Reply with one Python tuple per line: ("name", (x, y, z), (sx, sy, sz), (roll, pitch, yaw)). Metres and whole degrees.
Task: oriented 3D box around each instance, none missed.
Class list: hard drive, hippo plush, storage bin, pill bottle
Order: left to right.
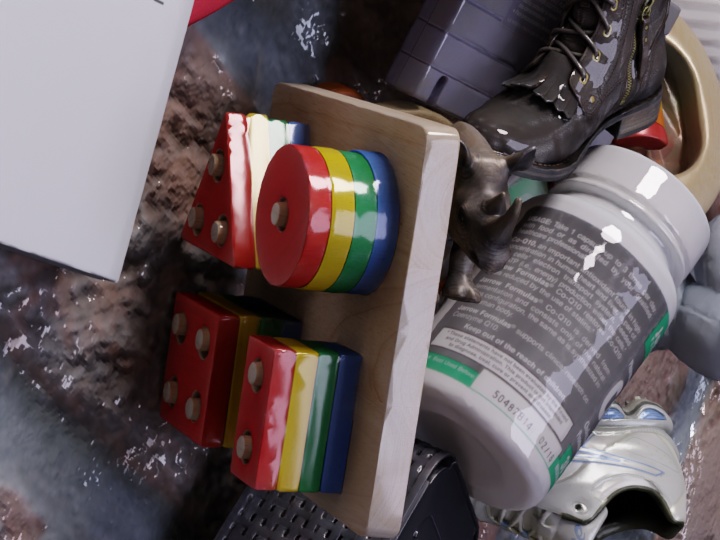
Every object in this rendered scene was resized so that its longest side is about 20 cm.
("hard drive", (-0.140, -0.107, 1.024), (0.132, 0.027, 0.200), (21, 81, -48))
("storage bin", (-0.025, 0.189, 1.208), (0.200, 0.094, 0.135), (-58, 154, -21))
("pill bottle", (0.110, 0.029, 1.244), (0.200, 0.113, 0.113), (-51, 139, -23))
("hippo plush", (0.207, 0.016, 1.487), (0.159, 0.161, 0.200), (24, 79, -57))

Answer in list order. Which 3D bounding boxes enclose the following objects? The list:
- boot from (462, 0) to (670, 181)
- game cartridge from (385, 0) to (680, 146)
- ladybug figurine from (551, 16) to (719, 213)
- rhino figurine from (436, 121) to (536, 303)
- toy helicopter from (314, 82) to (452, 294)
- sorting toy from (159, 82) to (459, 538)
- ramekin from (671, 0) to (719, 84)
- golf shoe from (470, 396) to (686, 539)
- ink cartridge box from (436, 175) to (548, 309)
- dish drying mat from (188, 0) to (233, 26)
("boot", (0.128, -0.152, 1.209), (0.200, 0.069, 0.174), (-28, 138, -48))
("game cartridge", (0.106, -0.137, 1.278), (0.200, 0.038, 0.130), (21, 95, -52))
("ladybug figurine", (0.173, -0.100, 1.440), (0.072, 0.136, 0.200), (122, -27, -57))
("rhino figurine", (0.041, -0.030, 1.088), (0.060, 0.200, 0.088), (10, 86, -16))
("toy helicopter", (0.000, 0.000, 1.238), (0.132, 0.079, 0.200), (24, 95, -38))
("sorting toy", (-0.037, 0.011, 1.095), (0.069, 0.200, 0.199), (5, 98, -24))
("ramekin", (0.262, -0.176, 1.570), (0.200, 0.105, 0.201), (-24, 119, -53))
("golf shoe", (0.108, 0.133, 1.328), (0.078, 0.200, 0.097), (98, -20, -48))
("ink cartridge box", (0.069, 0.045, 1.391), (0.161, 0.050, 0.200), (-38, 127, -46))
("dish drying mat", (-0.051, -0.194, 1.137), (0.200, 0.018, 0.077), (-37, 122, -36))
